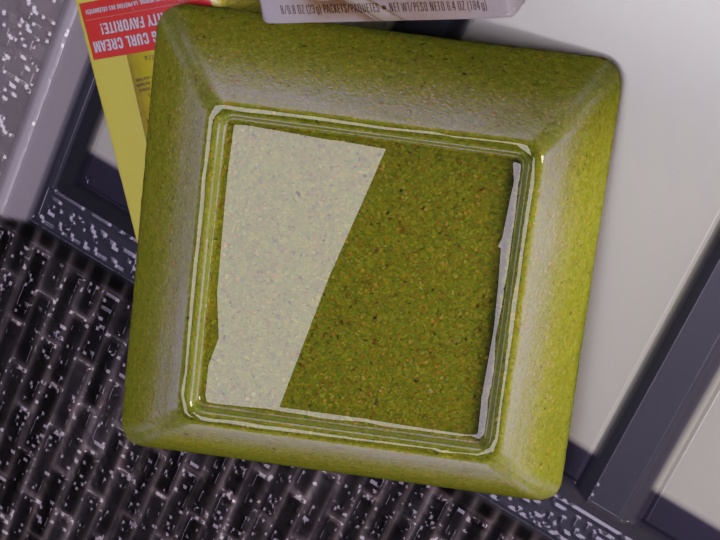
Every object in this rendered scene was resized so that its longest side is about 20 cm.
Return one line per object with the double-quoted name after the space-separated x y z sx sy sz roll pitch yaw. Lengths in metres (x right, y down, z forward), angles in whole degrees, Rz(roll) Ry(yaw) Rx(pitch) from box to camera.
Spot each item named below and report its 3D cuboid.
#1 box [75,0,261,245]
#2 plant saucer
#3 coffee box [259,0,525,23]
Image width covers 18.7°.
-0.063 -0.037 0.981 0.075 0.050 0.201 -6 105 25 "box"
0.000 0.000 0.927 0.199 0.048 0.201 7 105 2 "plant saucer"
0.002 -0.202 0.838 0.114 0.080 0.201 1 122 25 "coffee box"
